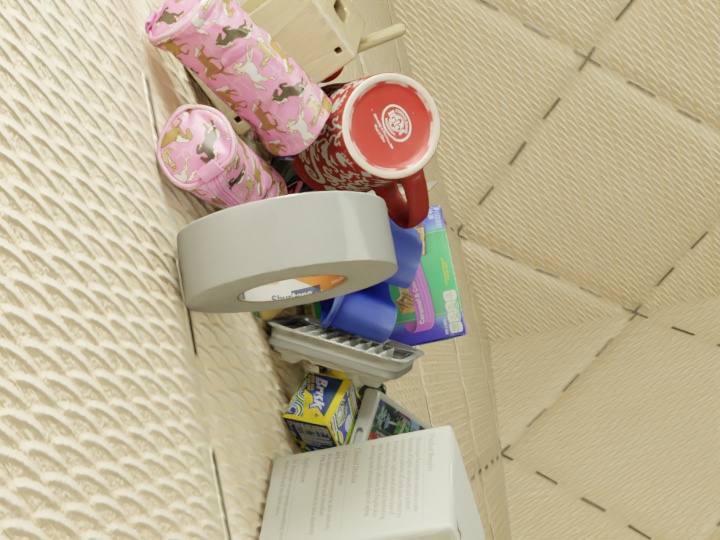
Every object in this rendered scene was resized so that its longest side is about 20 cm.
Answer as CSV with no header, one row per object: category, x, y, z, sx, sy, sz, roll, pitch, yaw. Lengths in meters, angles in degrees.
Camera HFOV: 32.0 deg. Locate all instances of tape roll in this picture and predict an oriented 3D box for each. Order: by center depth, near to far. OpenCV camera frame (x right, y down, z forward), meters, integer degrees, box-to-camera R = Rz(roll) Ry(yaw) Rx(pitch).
tape roll,-0.068,-0.014,1.161,0.200,0.199,0.067,32,47,-76

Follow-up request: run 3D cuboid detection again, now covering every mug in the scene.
mug,0.024,-0.140,1.367,0.134,0.177,0.200,-64,-166,-6

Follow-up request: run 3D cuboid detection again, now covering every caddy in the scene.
caddy,0.000,0.000,1.487,0.200,0.104,0.142,-97,-150,-77

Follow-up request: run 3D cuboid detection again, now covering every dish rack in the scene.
dish rack,-0.019,0.096,1.474,0.200,0.171,0.044,4,103,-80

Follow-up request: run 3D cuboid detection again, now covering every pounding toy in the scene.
pounding toy,-0.065,-0.251,1.394,0.142,0.184,0.200,53,18,-17

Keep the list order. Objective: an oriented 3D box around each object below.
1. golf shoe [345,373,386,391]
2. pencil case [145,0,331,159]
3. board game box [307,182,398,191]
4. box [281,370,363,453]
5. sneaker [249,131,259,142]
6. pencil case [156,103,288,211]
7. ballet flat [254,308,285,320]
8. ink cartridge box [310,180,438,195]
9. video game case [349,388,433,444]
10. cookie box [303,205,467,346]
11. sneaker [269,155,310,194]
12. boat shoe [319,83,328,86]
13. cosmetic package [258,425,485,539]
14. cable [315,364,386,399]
golf shoe,0.010,0.226,1.747,0.201,0.078,0.097,67,31,-25
pencil case,-0.118,-0.197,1.231,0.200,0.087,0.083,43,-2,-36
board game box,-0.008,-0.178,1.790,0.032,0.199,0.121,-15,-98,58
box,-0.023,0.208,1.485,0.070,0.064,0.201,-61,147,-33
sneaker,-0.114,-0.217,1.544,0.072,0.072,0.200,27,23,-21
pencil case,-0.133,-0.094,1.239,0.083,0.086,0.200,-68,162,-9
ballet flat,-0.083,-0.006,1.459,0.200,0.063,0.069,-80,158,-64
ink cartridge box,0.018,-0.098,1.800,0.200,0.175,0.045,-43,132,-78
video game case,0.026,0.254,1.501,0.200,0.023,0.183,41,63,-58
cookie box,0.023,0.019,1.617,0.075,0.199,0.172,25,53,-85
sneaker,-0.080,-0.131,1.632,0.096,0.079,0.200,-63,169,-3
boat shoe,-0.069,-0.231,1.670,0.200,0.065,0.072,-123,-132,-76
cosmetic package,0.017,0.286,1.285,0.168,0.199,0.167,-81,157,-62
cable,-0.007,0.174,1.606,0.200,0.050,0.098,21,58,-56
